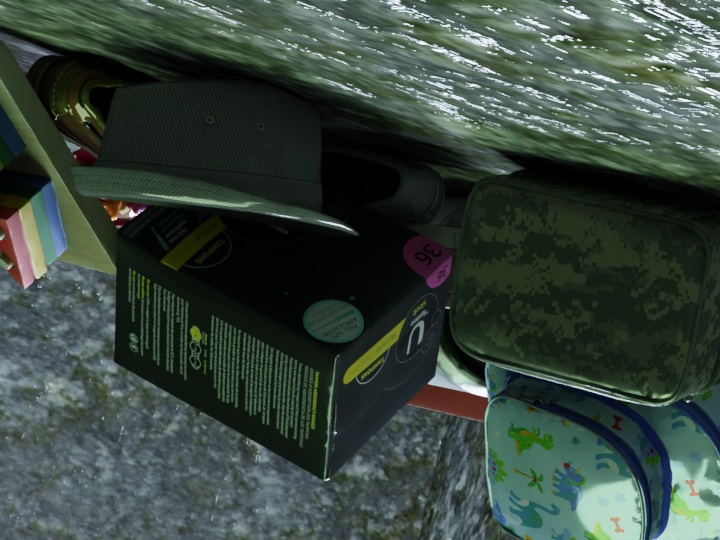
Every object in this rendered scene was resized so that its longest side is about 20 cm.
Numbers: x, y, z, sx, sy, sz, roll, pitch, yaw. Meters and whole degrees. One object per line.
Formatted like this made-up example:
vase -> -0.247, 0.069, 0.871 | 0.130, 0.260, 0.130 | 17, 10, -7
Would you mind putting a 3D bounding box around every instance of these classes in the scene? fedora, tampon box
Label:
fedora -> -0.094, -0.082, 1.392 | 0.199, 0.091, 0.177 | 8, 179, -16
tampon box -> -0.058, 0.026, 1.510 | 0.199, 0.127, 0.150 | 27, -136, 23

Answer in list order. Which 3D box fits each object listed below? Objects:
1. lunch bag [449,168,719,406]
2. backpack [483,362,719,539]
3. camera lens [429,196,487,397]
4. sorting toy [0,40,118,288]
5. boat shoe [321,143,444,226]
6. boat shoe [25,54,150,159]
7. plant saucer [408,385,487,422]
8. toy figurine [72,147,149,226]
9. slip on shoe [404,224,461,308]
lunch bag -> 0.184, 0.007, 1.457 | 0.199, 0.140, 0.167 | 13, -166, 28
backpack -> 0.193, 0.134, 1.557 | 0.199, 0.184, 0.147 | 14, -140, 25
camera lens -> 0.082, 0.018, 1.729 | 0.159, 0.161, 0.200 | 15, 176, -26
sorting toy -> -0.288, -0.075, 1.521 | 0.199, 0.070, 0.199 | 13, 139, 48
boat shoe -> -0.033, -0.070, 1.601 | 0.199, 0.074, 0.065 | -1, 166, 32
boat shoe -> -0.155, -0.099, 1.517 | 0.068, 0.072, 0.200 | 12, 176, 40
plant saucer -> 0.138, 0.042, 1.844 | 0.037, 0.200, 0.199 | 46, 159, -30
toy figurine -> -0.234, -0.076, 1.744 | 0.183, 0.151, 0.200 | 2, -161, -36
slip on shoe -> 0.000, 0.000, 1.595 | 0.199, 0.061, 0.076 | 0, 171, 32
